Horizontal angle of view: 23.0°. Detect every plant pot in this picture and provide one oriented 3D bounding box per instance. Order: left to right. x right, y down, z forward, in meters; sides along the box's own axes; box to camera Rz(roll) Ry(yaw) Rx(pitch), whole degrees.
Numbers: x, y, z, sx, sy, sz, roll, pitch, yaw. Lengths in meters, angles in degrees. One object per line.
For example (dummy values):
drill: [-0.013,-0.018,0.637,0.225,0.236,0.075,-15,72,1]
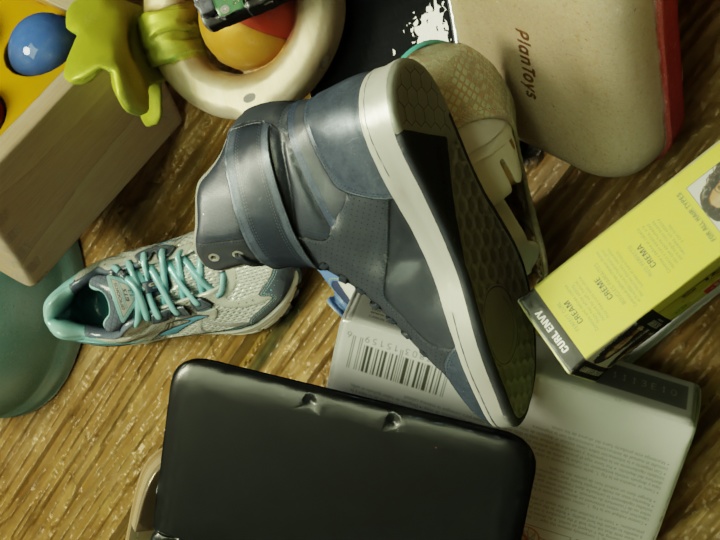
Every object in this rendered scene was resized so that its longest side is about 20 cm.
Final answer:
plant pot: [-0.312,0.016,1.264,0.199,0.134,0.203,5,98,36]

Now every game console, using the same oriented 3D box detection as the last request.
game console: [-0.008,0.141,0.984,0.198,0.176,0.118,13,76,10]

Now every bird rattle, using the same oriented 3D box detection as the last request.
bird rattle: [-0.079,-0.170,1.061,0.162,0.113,0.201,33,96,16]

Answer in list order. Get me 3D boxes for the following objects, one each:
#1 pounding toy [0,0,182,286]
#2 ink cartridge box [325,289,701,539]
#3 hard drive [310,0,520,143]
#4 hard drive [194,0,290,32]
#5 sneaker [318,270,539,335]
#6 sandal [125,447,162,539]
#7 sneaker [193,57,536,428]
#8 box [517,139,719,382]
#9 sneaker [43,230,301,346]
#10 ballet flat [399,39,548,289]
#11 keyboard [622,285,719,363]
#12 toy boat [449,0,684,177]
pounding toy: [-0.263,-0.112,1.152,0.199,0.184,0.143,26,155,31]
ink cartridge box: [0.072,0.114,0.998,0.198,0.044,0.175,17,124,5]
hard drive: [0.018,-0.151,1.054,0.134,0.042,0.202,-12,89,37]
hard drive: [-0.021,-0.235,0.990,0.198,0.038,0.141,-23,88,2]
sneaker: [0.024,0.025,1.055,0.200,0.074,0.083,40,125,30]
sandal: [-0.155,0.211,1.229,0.070,0.077,0.214,42,116,60]
sneaker: [0.000,-0.001,0.914,0.145,0.077,0.204,-13,113,29]
box: [0.176,-0.024,0.895,0.200,0.075,0.050,-39,73,10]
sneaker: [-0.125,0.016,1.154,0.199,0.086,0.078,-19,86,37]
ballet flat: [0.069,-0.048,0.954,0.067,0.200,0.063,-33,56,-2]
keyboard: [0.170,-0.001,0.982,0.200,0.011,0.057,-44,65,32]
toy boat: [0.126,-0.156,0.929,0.130,0.131,0.201,29,154,30]
